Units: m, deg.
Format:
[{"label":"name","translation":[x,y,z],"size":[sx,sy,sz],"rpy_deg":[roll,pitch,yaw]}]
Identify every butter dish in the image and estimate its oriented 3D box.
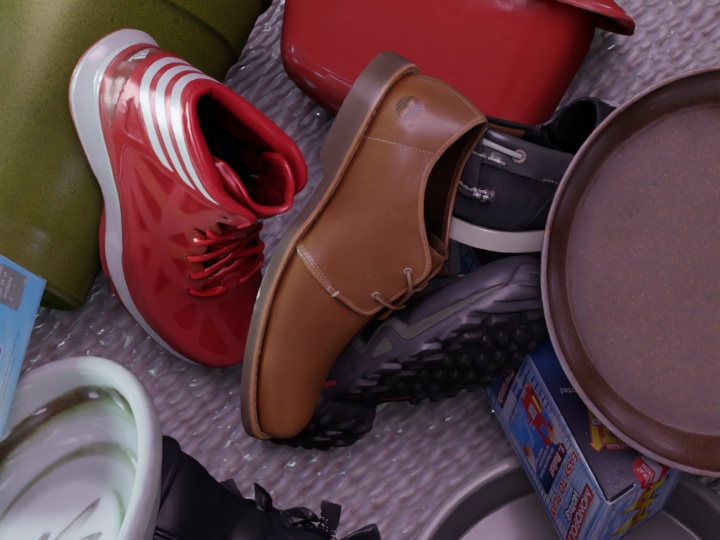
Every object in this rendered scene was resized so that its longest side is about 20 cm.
[{"label":"butter dish","translation":[0.032,-0.109,1.564],"size":[0.199,0.199,0.148],"rpy_deg":[20,93,4]}]

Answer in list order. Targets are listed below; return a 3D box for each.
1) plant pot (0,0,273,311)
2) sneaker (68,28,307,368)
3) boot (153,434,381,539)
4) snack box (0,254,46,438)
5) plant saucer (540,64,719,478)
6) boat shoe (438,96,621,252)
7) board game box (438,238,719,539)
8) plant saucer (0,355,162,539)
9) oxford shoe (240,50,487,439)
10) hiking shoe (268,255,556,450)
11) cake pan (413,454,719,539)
[{"label":"plant pot","translation":[-0.171,-0.089,1.539],"size":[0.200,0.200,0.193],"rpy_deg":[20,82,6]},{"label":"sneaker","translation":[-0.072,-0.016,1.461],"size":[0.078,0.200,0.115],"rpy_deg":[-39,40,-20]},{"label":"boot","translation":[-0.082,0.187,1.459],"size":[0.162,0.073,0.199],"rpy_deg":[34,71,-25]},{"label":"snack box","translation":[-0.244,0.060,1.480],"size":[0.037,0.200,0.117],"rpy_deg":[31,63,-38]},{"label":"plant saucer","translation":[0.181,0.000,1.451],"size":[0.200,0.034,0.201],"rpy_deg":[-1,93,-11]},{"label":"boat shoe","translation":[0.125,-0.053,1.498],"size":[0.200,0.072,0.068],"rpy_deg":[-6,109,-39]},{"label":"board game box","translation":[0.146,0.053,1.522],"size":[0.199,0.062,0.200],"rpy_deg":[1,52,-15]},{"label":"plant saucer","translation":[-0.154,0.137,1.392],"size":[0.050,0.200,0.201],"rpy_deg":[38,66,-33]},{"label":"oxford shoe","translation":[0.000,0.000,1.429],"size":[0.071,0.071,0.200],"rpy_deg":[28,105,17]},{"label":"hiking shoe","translation":[0.012,0.018,1.501],"size":[0.076,0.200,0.101],"rpy_deg":[15,59,-45]},{"label":"cake pan","translation":[0.114,0.188,1.510],"size":[0.199,0.037,0.201],"rpy_deg":[1,69,-2]}]
